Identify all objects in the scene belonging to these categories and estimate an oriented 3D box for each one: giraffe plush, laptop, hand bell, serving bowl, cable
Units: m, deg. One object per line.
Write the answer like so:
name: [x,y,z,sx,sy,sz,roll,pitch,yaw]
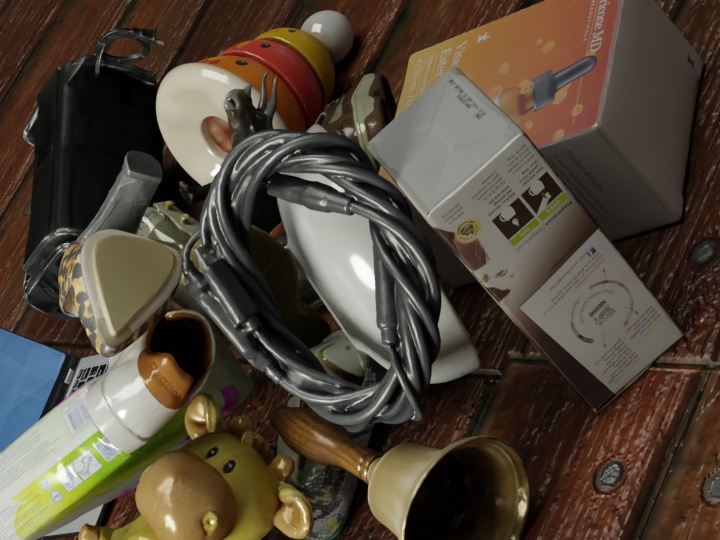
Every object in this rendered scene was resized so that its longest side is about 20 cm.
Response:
giraffe plush: [-0.114,0.181,1.190,0.163,0.172,0.200,-56,-1,19]
laptop: [-0.289,0.122,1.513,0.199,0.116,0.188,-14,47,41]
hand bell: [0.004,0.127,1.158,0.200,0.104,0.104,21,72,48]
serving bowl: [0.000,0.000,1.220,0.066,0.200,0.200,-34,33,-3]
cable: [-0.018,0.009,1.114,0.163,0.200,0.051,-48,-14,31]

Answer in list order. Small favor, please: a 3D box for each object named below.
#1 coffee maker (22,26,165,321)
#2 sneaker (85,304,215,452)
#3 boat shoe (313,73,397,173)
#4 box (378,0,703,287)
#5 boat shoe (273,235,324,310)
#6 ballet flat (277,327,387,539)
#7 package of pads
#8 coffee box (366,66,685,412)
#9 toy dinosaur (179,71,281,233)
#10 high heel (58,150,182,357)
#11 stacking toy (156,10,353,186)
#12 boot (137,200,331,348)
coffee maker: [-0.241,-0.083,1.609,0.134,0.193,0.201,0,54,-8]
sneaker: [-0.128,0.056,1.228,0.085,0.073,0.200,-39,15,12]
boat shoe: [-0.009,-0.109,1.401,0.074,0.075,0.202,-17,6,7]
box: [0.126,-0.098,1.271,0.199,0.106,0.153,-18,43,38]
boat shoe: [-0.026,-0.006,1.389,0.200,0.075,0.061,-34,33,42]
ballet flat: [-0.020,0.094,1.275,0.072,0.072,0.201,-15,45,40]
package of pads: [-0.189,0.126,1.335,0.154,0.068,0.200,-38,-7,24]
coffee box: [0.105,-0.018,1.127,0.080,0.200,0.113,-41,32,3]
toy dinosaur: [-0.085,-0.055,1.412,0.102,0.200,0.077,-34,63,-16]
high heel: [-0.177,0.028,1.217,0.200,0.071,0.143,-91,26,-53]
stacking toy: [-0.073,-0.166,1.582,0.146,0.146,0.200,-8,33,45]
boot: [-0.113,-0.004,1.284,0.154,0.200,0.072,34,79,27]
